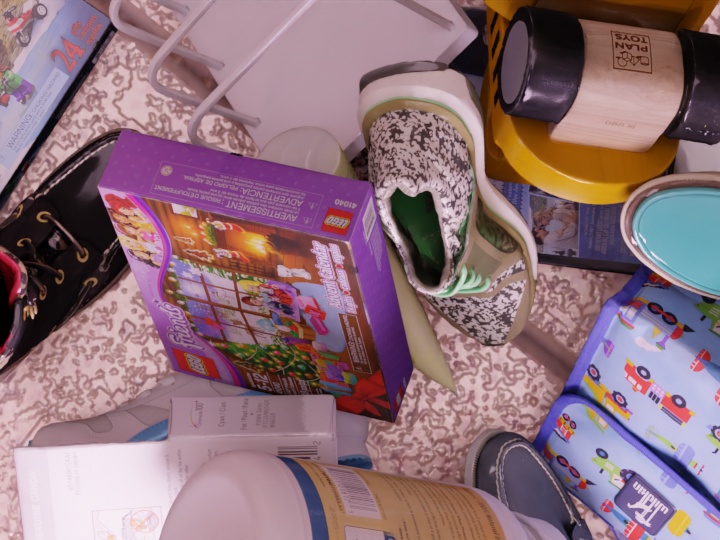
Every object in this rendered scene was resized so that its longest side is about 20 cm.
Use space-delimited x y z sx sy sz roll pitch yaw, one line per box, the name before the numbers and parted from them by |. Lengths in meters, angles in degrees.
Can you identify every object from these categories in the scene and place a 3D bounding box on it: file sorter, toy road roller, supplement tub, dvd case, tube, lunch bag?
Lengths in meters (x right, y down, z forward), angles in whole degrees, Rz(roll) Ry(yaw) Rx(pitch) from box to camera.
file sorter | -0.063 -0.165 1.267 0.139 0.124 0.200 -44 59 19
toy road roller | 0.117 -0.129 1.256 0.122 0.146 0.201 7 61 -14
supplement tub | 0.004 0.177 1.220 0.199 0.144 0.146 12 90 -30
dvd case | 0.083 -0.078 1.341 0.199 0.018 0.144 7 96 18
tube | 0.000 0.000 1.284 0.052 0.200 0.058 -11 54 17
lunch bag | 0.184 0.096 1.309 0.150 0.200 0.094 37 49 11

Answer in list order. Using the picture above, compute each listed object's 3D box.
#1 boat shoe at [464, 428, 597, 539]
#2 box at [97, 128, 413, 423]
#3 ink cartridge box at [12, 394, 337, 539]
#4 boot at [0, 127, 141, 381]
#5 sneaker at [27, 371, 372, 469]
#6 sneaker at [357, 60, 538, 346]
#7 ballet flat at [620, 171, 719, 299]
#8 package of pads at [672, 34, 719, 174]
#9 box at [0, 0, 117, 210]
boat shoe | 0.126 0.177 1.335 0.073 0.062 0.201 -35 103 -39
box | -0.051 0.007 1.236 0.136 0.200 0.039 13 63 16
ink cartridge box | -0.098 0.164 1.315 0.175 0.045 0.201 -1 122 -1
boot | -0.189 0.000 1.310 0.200 0.151 0.073 -44 90 0
sneaker | -0.094 0.089 1.356 0.198 0.077 0.081 -5 71 1
sneaker | 0.038 -0.013 1.216 0.076 0.200 0.089 -4 49 21
ballet flat | 0.226 -0.015 1.246 0.199 0.069 0.070 16 90 -13
package of pads | 0.251 -0.044 1.351 0.153 0.068 0.201 -13 89 -1
box | -0.252 -0.099 1.366 0.136 0.038 0.201 33 90 0
